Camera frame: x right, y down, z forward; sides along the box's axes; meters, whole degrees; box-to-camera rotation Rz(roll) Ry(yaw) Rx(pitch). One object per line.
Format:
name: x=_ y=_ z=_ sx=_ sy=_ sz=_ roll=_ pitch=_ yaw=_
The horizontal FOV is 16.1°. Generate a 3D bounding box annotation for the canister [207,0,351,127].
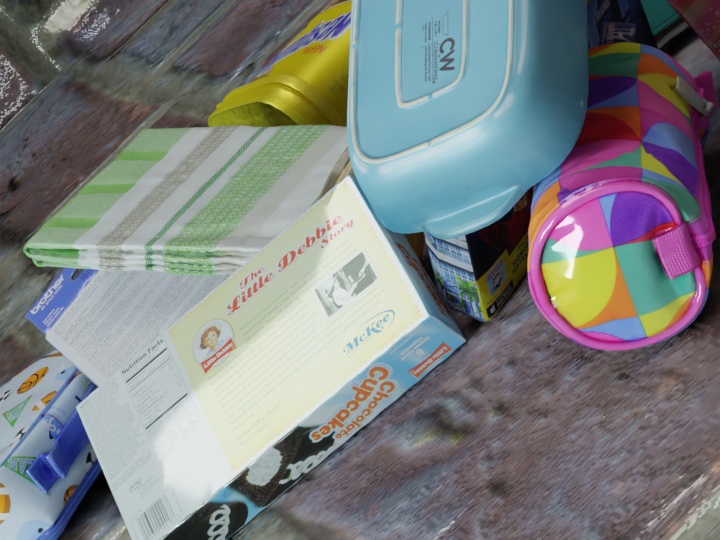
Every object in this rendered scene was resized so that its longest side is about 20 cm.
canister: x=0.004 y=-0.148 z=1.775 sx=0.200 sy=0.087 sz=0.149 roll=-47 pitch=15 yaw=-20

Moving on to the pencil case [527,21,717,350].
pencil case: x=0.120 y=-0.040 z=1.153 sx=0.088 sy=0.088 sz=0.200 roll=-37 pitch=16 yaw=22

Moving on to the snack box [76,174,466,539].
snack box: x=-0.050 y=0.055 z=1.325 sx=0.200 sy=0.037 sz=0.116 roll=-40 pitch=46 yaw=12

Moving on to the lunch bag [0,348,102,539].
lunch bag: x=-0.216 y=0.129 z=1.593 sx=0.160 sy=0.076 sz=0.200 roll=-30 pitch=19 yaw=36

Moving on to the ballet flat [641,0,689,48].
ballet flat: x=0.130 y=-0.128 z=1.442 sx=0.200 sy=0.069 sz=0.069 roll=-33 pitch=17 yaw=20

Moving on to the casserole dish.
casserole dish: x=0.042 y=-0.108 z=1.152 sx=0.121 sy=0.039 sz=0.200 roll=-22 pitch=51 yaw=32

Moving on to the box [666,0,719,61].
box: x=0.233 y=-0.206 z=1.298 sx=0.200 sy=0.095 sz=0.103 roll=-39 pitch=15 yaw=14

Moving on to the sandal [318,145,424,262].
sandal: x=0.000 y=0.000 z=1.400 sx=0.054 sy=0.080 sz=0.200 roll=23 pitch=77 yaw=28

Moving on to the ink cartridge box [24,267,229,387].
ink cartridge box: x=-0.112 y=0.028 z=1.514 sx=0.119 sy=0.042 sz=0.200 roll=-50 pitch=39 yaw=-5

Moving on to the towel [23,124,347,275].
towel: x=-0.082 y=-0.039 z=1.508 sx=0.200 sy=0.031 sz=0.149 roll=2 pitch=33 yaw=34

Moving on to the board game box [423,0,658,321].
board game box: x=0.073 y=-0.115 z=1.275 sx=0.062 sy=0.200 sz=0.200 roll=16 pitch=52 yaw=30
